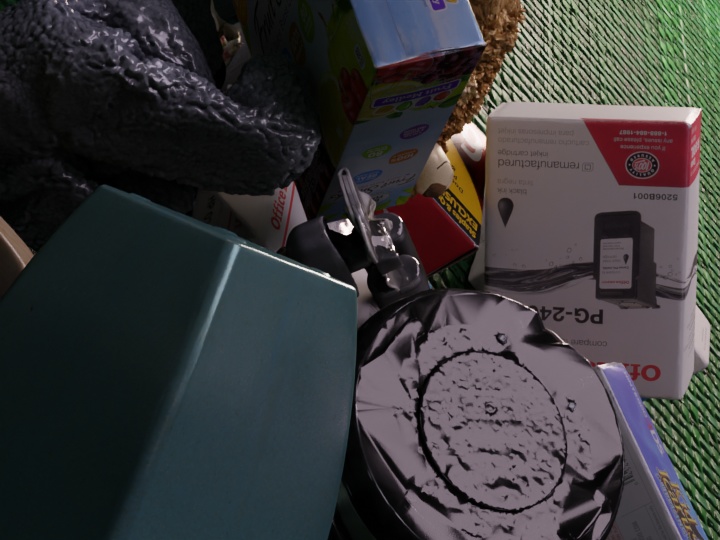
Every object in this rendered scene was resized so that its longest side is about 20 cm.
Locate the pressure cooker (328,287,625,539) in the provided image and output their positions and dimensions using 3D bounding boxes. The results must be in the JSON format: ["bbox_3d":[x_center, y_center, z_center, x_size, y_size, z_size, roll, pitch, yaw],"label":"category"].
[{"bbox_3d":[0.028,0.123,1.090,0.178,0.200,0.176,34,56,-9],"label":"pressure cooker"}]

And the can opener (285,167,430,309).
[{"bbox_3d":[0.000,0.000,1.132,0.200,0.067,0.053,63,7,-70],"label":"can opener"}]

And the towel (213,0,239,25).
[{"bbox_3d":[-0.128,-0.235,1.263,0.200,0.022,0.147,44,-15,-17],"label":"towel"}]

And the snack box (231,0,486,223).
[{"bbox_3d":[-0.010,-0.141,1.078,0.067,0.200,0.169,-14,73,-17],"label":"snack box"}]

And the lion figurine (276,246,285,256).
[{"bbox_3d":[-0.082,0.051,1.079,0.073,0.122,0.200,50,11,10],"label":"lion figurine"}]

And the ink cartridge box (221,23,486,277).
[{"bbox_3d":[-0.006,-0.086,1.358,0.200,0.084,0.176,45,31,-26],"label":"ink cartridge box"}]

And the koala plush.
[{"bbox_3d":[-0.132,-0.122,1.089,0.183,0.177,0.200,28,42,-25],"label":"koala plush"}]

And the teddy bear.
[{"bbox_3d":[0.060,-0.121,1.236,0.067,0.145,0.200,33,71,-8],"label":"teddy bear"}]

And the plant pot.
[{"bbox_3d":[-0.095,0.076,0.859,0.141,0.201,0.141,22,1,39],"label":"plant pot"}]

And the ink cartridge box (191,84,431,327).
[{"bbox_3d":[-0.044,-0.004,1.223,0.200,0.068,0.115,46,29,-26],"label":"ink cartridge box"}]

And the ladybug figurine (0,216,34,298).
[{"bbox_3d":[-0.210,0.013,0.911,0.200,0.072,0.136,44,31,-28],"label":"ladybug figurine"}]

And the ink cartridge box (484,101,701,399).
[{"bbox_3d":[0.164,-0.014,1.414,0.083,0.145,0.201,-44,135,-72],"label":"ink cartridge box"}]

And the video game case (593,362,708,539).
[{"bbox_3d":[0.117,0.184,1.184,0.045,0.181,0.200,1,62,-61],"label":"video game case"}]

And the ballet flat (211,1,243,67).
[{"bbox_3d":[-0.145,-0.199,1.255,0.200,0.064,0.076,49,29,-18],"label":"ballet flat"}]

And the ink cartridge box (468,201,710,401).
[{"bbox_3d":[0.164,0.010,1.518,0.200,0.116,0.068,51,26,-15],"label":"ink cartridge box"}]
